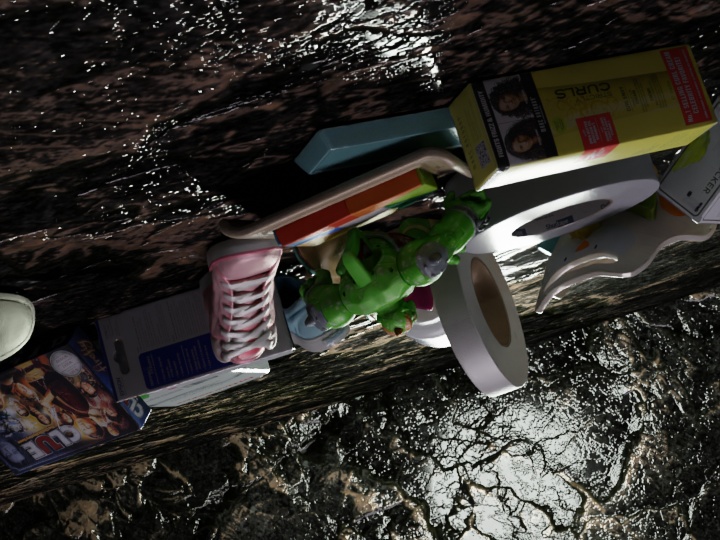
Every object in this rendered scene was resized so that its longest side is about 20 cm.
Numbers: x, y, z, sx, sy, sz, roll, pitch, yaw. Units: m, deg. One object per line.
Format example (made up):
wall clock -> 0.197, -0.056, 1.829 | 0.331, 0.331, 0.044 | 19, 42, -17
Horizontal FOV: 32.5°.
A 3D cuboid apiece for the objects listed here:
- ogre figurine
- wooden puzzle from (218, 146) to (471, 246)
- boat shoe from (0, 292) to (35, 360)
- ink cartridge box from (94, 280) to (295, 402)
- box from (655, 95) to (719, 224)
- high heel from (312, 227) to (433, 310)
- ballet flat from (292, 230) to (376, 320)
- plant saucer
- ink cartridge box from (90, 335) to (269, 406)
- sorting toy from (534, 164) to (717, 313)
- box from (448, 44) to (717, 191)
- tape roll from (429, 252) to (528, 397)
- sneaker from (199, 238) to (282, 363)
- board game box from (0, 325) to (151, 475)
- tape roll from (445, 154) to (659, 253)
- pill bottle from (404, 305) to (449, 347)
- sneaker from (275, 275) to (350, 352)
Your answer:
ogre figurine -> 0.019, -0.001, 1.107 | 0.200, 0.098, 0.120 | -8, -160, 18
wooden puzzle -> -0.003, -0.056, 1.054 | 0.200, 0.037, 0.185 | -18, 178, 10
boat shoe -> -0.367, 0.049, 1.064 | 0.068, 0.072, 0.200 | 19, -162, 30
ink cartridge box -> -0.178, 0.071, 1.334 | 0.200, 0.095, 0.037 | -16, 170, -2
box -> 0.392, -0.109, 1.266 | 0.200, 0.060, 0.117 | -4, 131, -54
high heel -> 0.012, 0.026, 1.397 | 0.067, 0.096, 0.200 | -7, 166, -42
ballet flat -> 0.000, 0.000, 1.258 | 0.063, 0.069, 0.200 | -34, 153, 10
plant saucer -> 0.050, -0.108, 0.982 | 0.200, 0.019, 0.070 | -14, 170, -23
ink cartridge box -> -0.219, 0.107, 1.489 | 0.146, 0.083, 0.200 | -20, 168, 15
sorting toy -> 0.258, -0.021, 1.324 | 0.200, 0.107, 0.180 | -25, -163, 35
box -> 0.174, -0.120, 0.961 | 0.200, 0.075, 0.050 | -12, 168, -20
tape roll -> 0.132, 0.041, 1.380 | 0.037, 0.203, 0.203 | -21, 169, 19
sneaker -> -0.111, 0.032, 1.221 | 0.075, 0.105, 0.200 | -11, 167, -18
board game box -> -0.355, 0.151, 1.394 | 0.200, 0.136, 0.035 | -22, -151, 26
tape roll -> 0.186, -0.080, 1.209 | 0.200, 0.066, 0.200 | -17, 170, -3
pill bottle -> 0.086, 0.033, 1.506 | 0.111, 0.111, 0.200 | -18, 170, 7
sneaker -> -0.080, 0.037, 1.427 | 0.074, 0.082, 0.200 | -36, -161, -24
